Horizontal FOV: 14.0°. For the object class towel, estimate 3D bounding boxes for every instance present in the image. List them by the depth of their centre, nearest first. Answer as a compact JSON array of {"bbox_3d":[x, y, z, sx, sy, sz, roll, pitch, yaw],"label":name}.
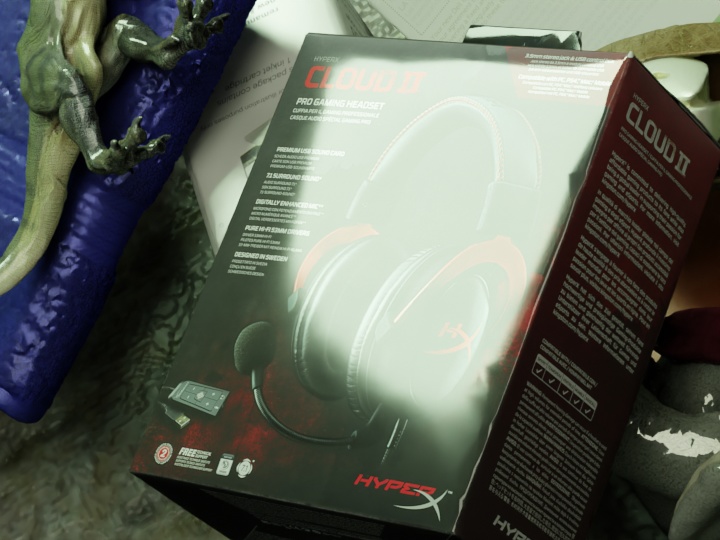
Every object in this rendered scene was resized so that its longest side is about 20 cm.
[{"bbox_3d":[-0.137,-0.053,1.172,0.148,0.050,0.200,28,92,25],"label":"towel"}]

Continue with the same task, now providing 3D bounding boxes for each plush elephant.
[{"bbox_3d":[0.161,0.047,1.053,0.155,0.164,0.200,-29,65,55],"label":"plush elephant"}]

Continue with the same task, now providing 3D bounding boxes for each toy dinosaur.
[{"bbox_3d":[-0.103,-0.072,1.109,0.088,0.047,0.200,6,83,39],"label":"toy dinosaur"}]

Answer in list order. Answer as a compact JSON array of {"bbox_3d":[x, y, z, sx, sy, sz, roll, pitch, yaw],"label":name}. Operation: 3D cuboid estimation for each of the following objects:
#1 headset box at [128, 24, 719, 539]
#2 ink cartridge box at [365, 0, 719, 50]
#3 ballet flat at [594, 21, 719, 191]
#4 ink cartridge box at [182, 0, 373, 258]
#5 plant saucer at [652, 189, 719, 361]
[{"bbox_3d":[0.027,0.004,1.026,0.148,0.075,0.200,8,69,39],"label":"headset box"},{"bbox_3d":[0.071,-0.144,1.196,0.200,0.048,0.146,44,106,16],"label":"ink cartridge box"},{"bbox_3d":[0.155,-0.059,1.113,0.200,0.072,0.068,-2,102,12],"label":"ballet flat"},{"bbox_3d":[0.000,0.000,1.185,0.083,0.147,0.200,-24,60,9],"label":"ink cartridge box"},{"bbox_3d":[0.173,0.005,1.186,0.200,0.032,0.201,-8,64,16],"label":"plant saucer"}]
